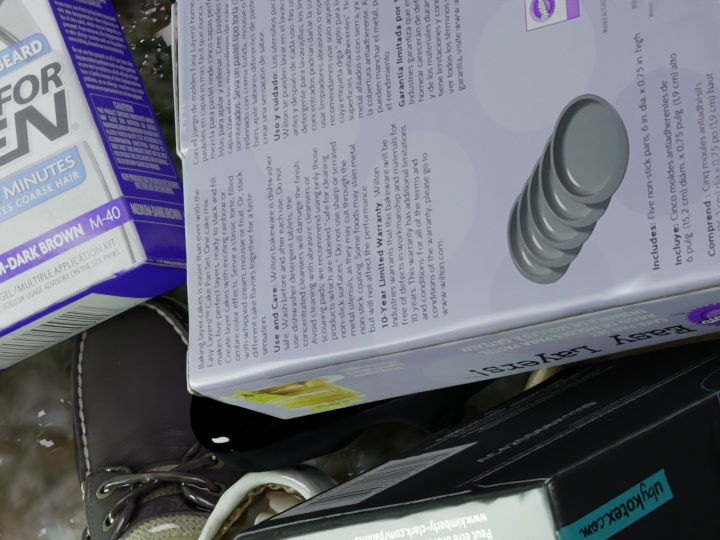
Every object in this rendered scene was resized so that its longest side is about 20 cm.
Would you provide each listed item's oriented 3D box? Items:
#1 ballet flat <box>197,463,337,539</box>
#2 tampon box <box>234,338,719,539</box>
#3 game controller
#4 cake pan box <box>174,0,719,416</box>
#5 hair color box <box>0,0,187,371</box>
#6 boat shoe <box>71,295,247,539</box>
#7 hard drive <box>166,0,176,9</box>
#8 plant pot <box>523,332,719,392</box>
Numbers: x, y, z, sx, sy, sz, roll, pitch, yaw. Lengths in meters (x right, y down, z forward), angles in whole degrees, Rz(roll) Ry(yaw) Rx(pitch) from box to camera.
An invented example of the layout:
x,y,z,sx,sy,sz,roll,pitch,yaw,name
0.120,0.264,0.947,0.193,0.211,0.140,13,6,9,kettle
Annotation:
x,y,z,sx,sy,sz,roll,pitch,yaw,name
-0.053,0.147,0.894,0.069,0.069,0.201,15,72,18,ballet flat
0.086,0.132,0.801,0.126,0.150,0.201,-15,96,48,tampon box
0.000,0.000,0.957,0.104,0.042,0.200,-12,24,8,game controller
0.032,-0.072,0.821,0.184,0.052,0.201,-14,71,32,cake pan box
-0.140,-0.071,1.002,0.109,0.065,0.201,-25,78,17,hair color box
-0.055,0.092,0.981,0.073,0.065,0.201,-22,67,5,boat shoe
0.013,-0.145,1.020,0.200,0.135,0.042,-41,36,-9,hard drive
0.147,0.082,0.898,0.093,0.201,0.201,-24,58,-42,plant pot
